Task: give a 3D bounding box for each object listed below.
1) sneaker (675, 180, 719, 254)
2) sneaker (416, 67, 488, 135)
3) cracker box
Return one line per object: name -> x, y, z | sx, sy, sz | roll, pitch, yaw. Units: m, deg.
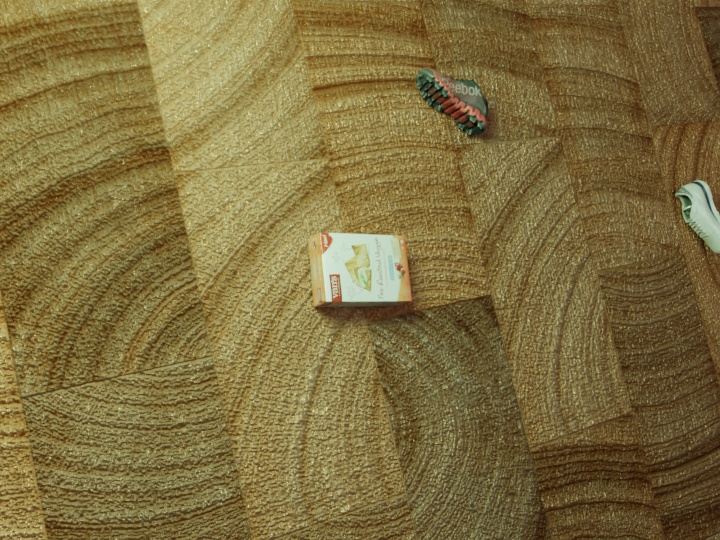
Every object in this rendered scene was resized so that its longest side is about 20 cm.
sneaker -> 0.882, -0.129, 2.304 | 0.080, 0.076, 0.202 | -24, 87, -21
sneaker -> 0.206, -0.388, 1.948 | 0.199, 0.071, 0.099 | 34, 63, -22
cracker box -> 0.000, 0.000, 1.737 | 0.198, 0.058, 0.136 | 0, 78, -31
